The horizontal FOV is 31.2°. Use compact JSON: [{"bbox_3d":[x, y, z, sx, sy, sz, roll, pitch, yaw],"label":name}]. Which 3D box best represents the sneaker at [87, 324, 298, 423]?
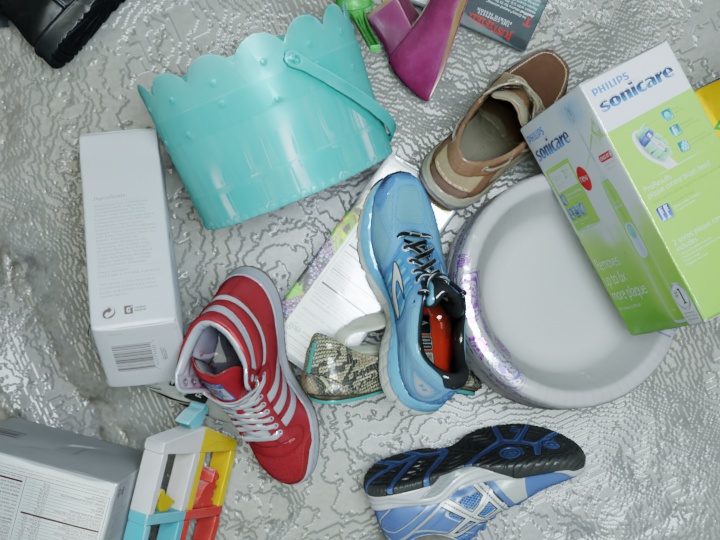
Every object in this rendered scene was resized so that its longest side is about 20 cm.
[{"bbox_3d":[-0.150,0.089,1.144,0.199,0.089,0.074,18,88,-1],"label":"sneaker"}]

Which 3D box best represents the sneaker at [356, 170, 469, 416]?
[{"bbox_3d":[0.056,0.013,1.048,0.078,0.090,0.201,-5,77,-29],"label":"sneaker"}]

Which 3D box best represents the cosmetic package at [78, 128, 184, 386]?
[{"bbox_3d":[-0.192,-0.013,1.093,0.074,0.102,0.201,-6,58,-6],"label":"cosmetic package"}]

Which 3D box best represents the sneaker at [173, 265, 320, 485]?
[{"bbox_3d":[-0.093,0.108,1.068,0.071,0.113,0.201,-7,110,21],"label":"sneaker"}]

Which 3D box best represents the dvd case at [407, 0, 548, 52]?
[{"bbox_3d":[0.122,-0.314,1.144,0.145,0.022,0.201,23,112,1],"label":"dvd case"}]

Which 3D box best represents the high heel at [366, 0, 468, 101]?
[{"bbox_3d":[0.100,-0.235,1.126,0.200,0.067,0.096,-33,93,26],"label":"high heel"}]

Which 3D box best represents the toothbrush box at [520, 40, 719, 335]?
[{"bbox_3d":[0.227,-0.059,1.019,0.086,0.146,0.201,-27,89,-13],"label":"toothbrush box"}]

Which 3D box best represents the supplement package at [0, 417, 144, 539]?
[{"bbox_3d":[-0.277,0.245,1.087,0.146,0.191,0.201,14,88,2],"label":"supplement package"}]

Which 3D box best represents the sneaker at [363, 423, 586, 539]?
[{"bbox_3d":[0.105,0.193,1.158,0.199,0.076,0.077,-12,111,0],"label":"sneaker"}]

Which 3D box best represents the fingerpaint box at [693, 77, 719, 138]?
[{"bbox_3d":[0.334,-0.135,1.091,0.166,0.200,0.074,-25,88,0],"label":"fingerpaint box"}]

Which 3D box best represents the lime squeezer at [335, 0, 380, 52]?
[{"bbox_3d":[-0.005,-0.261,1.150,0.038,0.071,0.201,-1,64,-23],"label":"lime squeezer"}]

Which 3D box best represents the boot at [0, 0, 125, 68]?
[{"bbox_3d":[-0.278,-0.298,1.161,0.162,0.073,0.198,43,90,4],"label":"boot"}]

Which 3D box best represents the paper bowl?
[{"bbox_3d":[0.168,0.021,1.125,0.200,0.104,0.202,2,83,-12],"label":"paper bowl"}]

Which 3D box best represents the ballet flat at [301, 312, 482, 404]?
[{"bbox_3d":[0.035,0.073,1.106,0.199,0.068,0.076,2,95,-41],"label":"ballet flat"}]

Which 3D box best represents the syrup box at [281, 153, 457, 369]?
[{"bbox_3d":[0.000,0.000,1.148,0.081,0.079,0.200,35,89,1],"label":"syrup box"}]

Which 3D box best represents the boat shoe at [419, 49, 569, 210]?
[{"bbox_3d":[0.130,-0.131,1.121,0.076,0.072,0.200,39,58,1],"label":"boat shoe"}]

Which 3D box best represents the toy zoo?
[{"bbox_3d":[-0.160,0.213,1.120,0.020,0.131,0.201,13,89,23],"label":"toy zoo"}]

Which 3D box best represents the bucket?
[{"bbox_3d":[-0.075,-0.129,1.094,0.206,0.207,0.135,-23,99,0],"label":"bucket"}]
